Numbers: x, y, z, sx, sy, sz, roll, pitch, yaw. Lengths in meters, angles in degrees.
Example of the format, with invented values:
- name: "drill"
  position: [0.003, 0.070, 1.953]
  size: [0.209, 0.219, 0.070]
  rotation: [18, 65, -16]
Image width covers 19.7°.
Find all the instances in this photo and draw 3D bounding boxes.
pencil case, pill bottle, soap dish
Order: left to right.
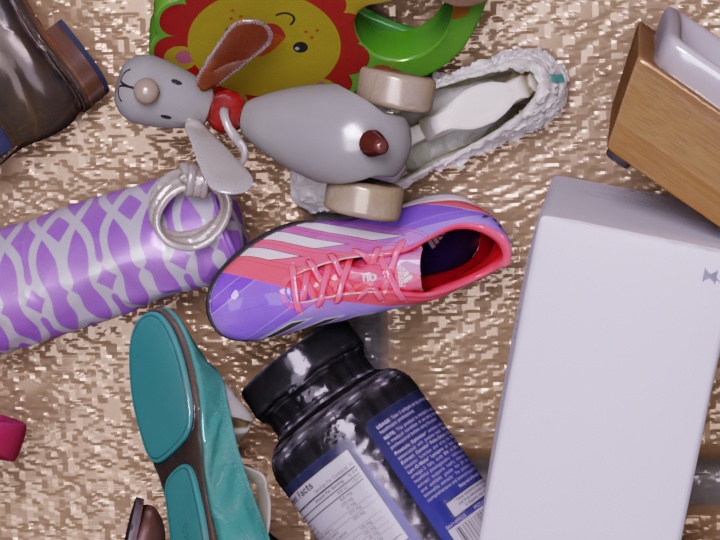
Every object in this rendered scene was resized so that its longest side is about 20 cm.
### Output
- name: "pencil case"
  position: [-0.164, -0.006, 1.360]
  size: [0.198, 0.086, 0.085]
  rotation: [-15, 59, 8]
- name: "pill bottle"
  position: [0.013, 0.136, 1.337]
  size: [0.112, 0.112, 0.201]
  rotation: [-37, 82, 11]
- name: "soap dish"
  position: [0.221, -0.080, 1.242]
  size: [0.157, 0.200, 0.082]
  rotation: [34, 104, -1]

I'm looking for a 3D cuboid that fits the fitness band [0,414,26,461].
- name: "fitness band"
  position: [-0.316, 0.081, 1.356]
  size: [0.198, 0.144, 0.038]
  rotation: [17, 80, 3]

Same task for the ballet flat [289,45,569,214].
- name: "ballet flat"
  position: [0.038, -0.093, 1.328]
  size: [0.199, 0.072, 0.072]
  rotation: [-24, 96, 10]

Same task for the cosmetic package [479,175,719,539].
- name: "cosmetic package"
  position: [0.151, 0.060, 1.272]
  size: [0.122, 0.200, 0.201]
  rotation: [11, 100, 4]

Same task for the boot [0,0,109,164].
- name: "boot"
  position: [-0.261, -0.160, 1.330]
  size: [0.097, 0.075, 0.200]
  rotation: [-44, 94, -15]

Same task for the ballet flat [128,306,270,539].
- name: "ballet flat"
  position: [-0.097, 0.119, 1.310]
  size: [0.067, 0.070, 0.202]
  rotation: [-38, 56, 38]

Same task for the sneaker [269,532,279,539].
- name: "sneaker"
  position: [-0.100, 0.223, 1.394]
  size: [0.197, 0.081, 0.116]
  rotation: [-7, 95, 0]

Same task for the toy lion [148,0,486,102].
- name: "toy lion"
  position: [-0.028, -0.161, 1.288]
  size: [0.198, 0.069, 0.192]
  rotation: [7, 139, -12]

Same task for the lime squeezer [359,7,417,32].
- name: "lime squeezer"
  position: [-0.058, -0.162, 1.348]
  size: [0.198, 0.038, 0.071]
  rotation: [-11, 130, 7]

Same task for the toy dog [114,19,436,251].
- name: "toy dog"
  position: [-0.049, -0.086, 1.253]
  size: [0.198, 0.096, 0.133]
  rotation: [-9, 93, 1]

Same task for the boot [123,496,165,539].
- name: "boot"
  position: [-0.058, 0.238, 1.329]
  size: [0.198, 0.064, 0.188]
  rotation: [1, 97, -5]

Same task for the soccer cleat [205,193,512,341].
- name: "soccer cleat"
  position: [0.000, 0.000, 1.305]
  size: [0.198, 0.073, 0.069]
  rotation: [-16, 108, -19]
